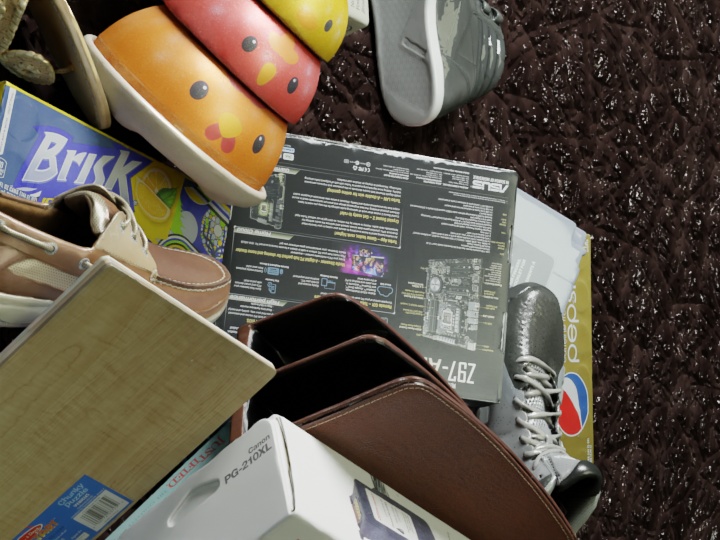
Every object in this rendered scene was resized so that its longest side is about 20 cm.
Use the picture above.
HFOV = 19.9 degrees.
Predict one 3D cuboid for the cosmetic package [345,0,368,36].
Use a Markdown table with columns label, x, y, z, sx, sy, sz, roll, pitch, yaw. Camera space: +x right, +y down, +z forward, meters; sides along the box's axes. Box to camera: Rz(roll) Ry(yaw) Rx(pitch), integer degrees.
| label | x | y | z | sx | sy | sz | roll | pitch | yaw |
| --- | --- | --- | --- | --- | --- | --- | --- | --- | --- |
| cosmetic package | -0.083 | -0.221 | 1.313 | 0.200 | 0.071 | 0.105 | 19 | 59 | -51 |

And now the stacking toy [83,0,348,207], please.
| label | x | y | z | sx | sy | sz | roll | pitch | yaw |
| --- | --- | --- | --- | --- | --- | --- | --- | --- | --- |
| stacking toy | -0.059 | -0.151 | 1.235 | 0.200 | 0.146 | 0.146 | -48 | 136 | 6 |

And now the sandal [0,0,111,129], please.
| label | x | y | z | sx | sy | sz | roll | pitch | yaw |
| --- | --- | --- | --- | --- | --- | --- | --- | --- | --- |
| sandal | -0.216 | -0.168 | 1.176 | 0.070 | 0.078 | 0.212 | -24 | 102 | -18 |

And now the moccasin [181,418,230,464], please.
| label | x | y | z | sx | sy | sz | roll | pitch | yaw |
| --- | --- | --- | --- | --- | --- | --- | --- | --- | --- |
| moccasin | -0.040 | 0.118 | 1.361 | 0.200 | 0.068 | 0.081 | 22 | 64 | -51 |

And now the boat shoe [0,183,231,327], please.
| label | x | y | z | sx | sy | sz | roll | pitch | yaw |
| --- | --- | --- | --- | --- | --- | --- | --- | --- | --- |
| boat shoe | -0.148 | -0.007 | 1.137 | 0.200 | 0.076 | 0.072 | 4 | 115 | -45 |

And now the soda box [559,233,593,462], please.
| label | x | y | z | sx | sy | sz | roll | pitch | yaw |
| --- | --- | --- | --- | --- | --- | --- | --- | --- | --- |
| soda box | 0.137 | 0.070 | 1.601 | 0.068 | 0.064 | 0.200 | 2 | 85 | -52 |

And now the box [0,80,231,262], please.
| label | x | y | z | sx | sy | sz | roll | pitch | yaw |
| --- | --- | --- | --- | --- | --- | --- | --- | --- | --- |
| box | -0.166 | -0.042 | 1.216 | 0.200 | 0.064 | 0.070 | 27 | 67 | -48 |

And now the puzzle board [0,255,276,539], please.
| label | x | y | z | sx | sy | sz | roll | pitch | yaw |
| --- | --- | --- | --- | --- | --- | --- | --- | --- | --- |
| puzzle board | -0.164 | 0.089 | 1.147 | 0.151 | 0.200 | 0.017 | 37 | 15 | -46 |

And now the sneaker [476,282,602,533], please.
| label | x | y | z | sx | sy | sz | roll | pitch | yaw |
| --- | --- | --- | --- | --- | --- | --- | --- | --- | --- |
| sneaker | 0.127 | 0.108 | 1.380 | 0.075 | 0.115 | 0.200 | 14 | 83 | -31 |

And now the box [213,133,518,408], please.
| label | x | y | z | sx | sy | sz | roll | pitch | yaw |
| --- | --- | --- | --- | --- | --- | --- | --- | --- | --- |
| box | 0.000 | 0.000 | 1.357 | 0.200 | 0.044 | 0.161 | 7 | 79 | -16 |

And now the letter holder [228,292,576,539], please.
| label | x | y | z | sx | sy | sz | roll | pitch | yaw |
| --- | --- | --- | --- | --- | --- | --- | --- | --- | --- |
| letter holder | 0.034 | 0.105 | 1.275 | 0.200 | 0.142 | 0.101 | 47 | 31 | -38 |

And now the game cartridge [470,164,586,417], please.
| label | x | y | z | sx | sy | sz | roll | pitch | yaw |
| --- | --- | --- | --- | --- | --- | --- | --- | --- | --- |
| game cartridge | 0.074 | 0.035 | 1.435 | 0.133 | 0.040 | 0.200 | 31 | 74 | -32 |

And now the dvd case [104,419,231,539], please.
| label | x | y | z | sx | sy | sz | roll | pitch | yaw |
| --- | --- | --- | --- | --- | --- | --- | --- | --- | --- |
| dvd case | -0.074 | 0.204 | 1.302 | 0.146 | 0.022 | 0.200 | -44 | 127 | -11 |

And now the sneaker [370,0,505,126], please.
| label | x | y | z | sx | sy | sz | roll | pitch | yaw |
| --- | --- | --- | --- | --- | --- | --- | --- | --- | --- |
| sneaker | 0.058 | -0.210 | 1.518 | 0.099 | 0.071 | 0.200 | -14 | 105 | -54 |

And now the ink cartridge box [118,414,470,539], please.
| label | x | y | z | sx | sy | sz | roll | pitch | yaw |
| --- | --- | --- | --- | --- | --- | --- | --- | --- | --- |
| ink cartridge box | -0.027 | 0.195 | 1.224 | 0.200 | 0.145 | 0.084 | 36 | 25 | -33 |
